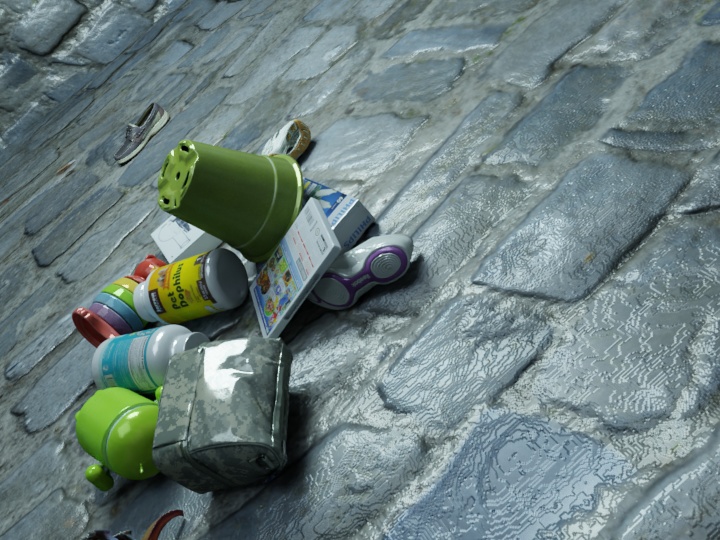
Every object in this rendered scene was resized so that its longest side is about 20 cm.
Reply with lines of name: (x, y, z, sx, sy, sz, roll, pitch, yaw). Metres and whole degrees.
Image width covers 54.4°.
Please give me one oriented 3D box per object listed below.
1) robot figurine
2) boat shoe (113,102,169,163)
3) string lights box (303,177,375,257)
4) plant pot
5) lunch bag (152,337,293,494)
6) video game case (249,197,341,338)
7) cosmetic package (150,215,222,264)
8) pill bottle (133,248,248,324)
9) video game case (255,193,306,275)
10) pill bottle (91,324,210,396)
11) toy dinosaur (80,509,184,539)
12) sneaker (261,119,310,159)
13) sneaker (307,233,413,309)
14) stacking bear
robot figurine: (-0.361, 0.251, 1.087, 0.200, 0.116, 0.175, 10, 51, 43)
boat shoe: (-0.619, -0.384, 1.946, 0.200, 0.065, 0.072, -49, 41, -11)
string lights box: (-0.075, -0.094, 1.238, 0.103, 0.059, 0.200, -51, 39, -10)
plant pot: (-0.231, -0.131, 1.184, 0.200, 0.190, 0.200, -19, 64, 44)
lunch bag: (-0.176, 0.197, 0.974, 0.168, 0.139, 0.200, -21, 43, 22)
video game case: (-0.109, -0.001, 1.118, 0.200, 0.018, 0.143, -53, 36, 21)
cosmetic package: (-0.327, -0.098, 1.452, 0.200, 0.052, 0.151, -43, 42, -5)
pill bottle: (-0.308, 0.034, 1.260, 0.200, 0.109, 0.109, -16, 44, 26)
video game case: (-0.136, -0.057, 1.210, 0.143, 0.019, 0.200, -40, 49, 32)
pill bottle: (-0.343, 0.152, 1.173, 0.200, 0.111, 0.111, -12, 46, 28)
toy dinosaur: (-0.318, 0.430, 0.909, 0.200, 0.105, 0.182, -24, 60, -1)
sneaker: (-0.176, -0.221, 1.447, 0.088, 0.076, 0.200, -10, 42, 53)
sneaker: (0.000, 0.000, 1.099, 0.200, 0.075, 0.100, -21, 18, 26)
stacking bear: (-0.439, 0.057, 1.348, 0.200, 0.121, 0.114, -54, 13, -32)
